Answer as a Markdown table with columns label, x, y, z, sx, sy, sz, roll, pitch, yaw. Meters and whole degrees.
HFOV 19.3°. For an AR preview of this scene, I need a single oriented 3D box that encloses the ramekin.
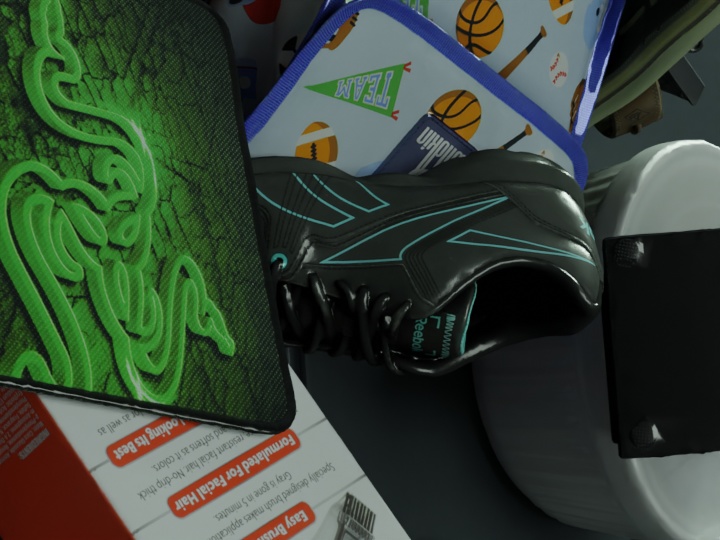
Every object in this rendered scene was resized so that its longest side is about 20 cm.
| label | x | y | z | sx | sy | sz | roll | pitch | yaw |
| --- | --- | --- | --- | --- | --- | --- | --- | --- | --- |
| ramekin | 0.137 | 0.041 | 1.058 | 0.202 | 0.094 | 0.203 | 10 | 77 | -50 |

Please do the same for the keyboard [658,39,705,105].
| label | x | y | z | sx | sy | sz | roll | pitch | yaw |
| --- | --- | --- | --- | --- | --- | --- | --- | --- | --- |
| keyboard | 0.116 | -0.151 | 1.038 | 0.021 | 0.127 | 0.200 | -49 | 128 | -6 |

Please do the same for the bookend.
| label | x | y | z | sx | sy | sz | roll | pitch | yaw |
| --- | --- | --- | --- | --- | --- | --- | --- | --- | --- |
| bookend | 0.189 | 0.027 | 0.957 | 0.200 | 0.198 | 0.092 | 163 | -77 | -84 |

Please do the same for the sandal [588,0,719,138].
| label | x | y | z | sx | sy | sz | roll | pitch | yaw |
| --- | --- | --- | --- | --- | --- | --- | --- | --- | --- |
| sandal | 0.124 | -0.092 | 0.976 | 0.057 | 0.201 | 0.080 | 27 | 52 | -26 |

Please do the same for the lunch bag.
| label | x | y | z | sx | sy | sz | roll | pitch | yaw |
| --- | --- | --- | --- | --- | --- | --- | --- | --- | --- |
| lunch bag | 0.018 | -0.094 | 0.905 | 0.170 | 0.124 | 0.201 | 33 | 69 | -38 |

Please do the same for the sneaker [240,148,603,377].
| label | x | y | z | sx | sy | sz | roll | pitch | yaw |
| --- | --- | --- | --- | --- | --- | --- | --- | --- | --- |
| sneaker | 0.000 | 0.000 | 0.826 | 0.079 | 0.199 | 0.076 | -109 | -166 | -45 |

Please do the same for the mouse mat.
| label | x | y | z | sx | sy | sz | roll | pitch | yaw |
| --- | --- | --- | --- | --- | --- | --- | --- | --- | --- |
| mouse mat | -0.101 | -0.039 | 0.748 | 0.161 | 0.008 | 0.200 | 14 | 51 | -35 |

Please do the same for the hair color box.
| label | x | y | z | sx | sy | sz | roll | pitch | yaw |
| --- | --- | --- | --- | --- | --- | --- | --- | --- | --- |
| hair color box | -0.079 | 0.056 | 0.746 | 0.200 | 0.064 | 0.111 | 54 | 40 | 8 |
